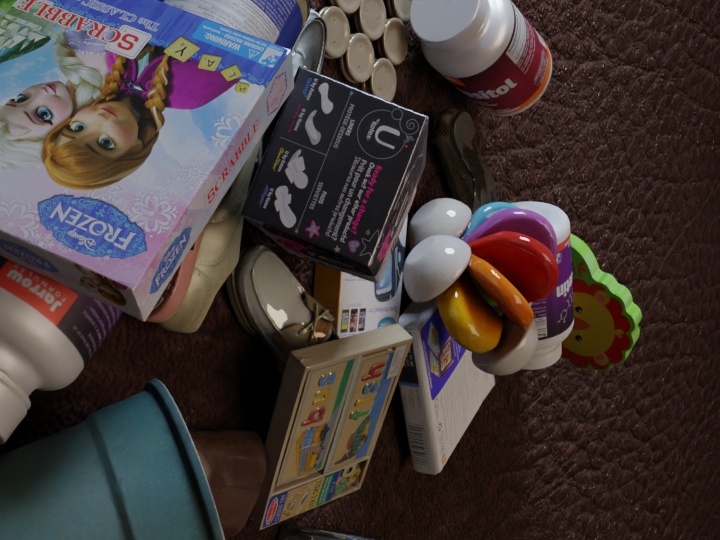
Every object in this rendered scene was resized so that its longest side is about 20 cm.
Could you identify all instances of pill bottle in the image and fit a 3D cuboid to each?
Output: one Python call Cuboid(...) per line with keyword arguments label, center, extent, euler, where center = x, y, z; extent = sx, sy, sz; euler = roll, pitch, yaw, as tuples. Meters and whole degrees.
Cuboid(label="pill bottle", center=(-0.124, -0.157, 0.731), extent=(0.112, 0.111, 0.201), euler=(49, 57, -46))
Cuboid(label="pill bottle", center=(0.214, 0.021, 1.197), extent=(0.112, 0.112, 0.202), euler=(-41, 131, -44))
Cuboid(label="pill bottle", center=(-0.213, 0.008, 0.627), extent=(0.201, 0.111, 0.112), euler=(-62, 139, -29))
Cuboid(label="pill bottle", center=(0.138, -0.262, 1.082), extent=(0.199, 0.112, 0.114), euler=(22, 77, -57))

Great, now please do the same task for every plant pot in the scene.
Cuboid(label="plant pot", center=(-0.196, 0.191, 0.586), extent=(0.194, 0.200, 0.202), euler=(-14, 109, -22))

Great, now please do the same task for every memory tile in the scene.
Cuboid(label="memory tile", center=(0.014, -0.291, 0.990), extent=(0.153, 0.017, 0.202), euler=(31, 69, -53))

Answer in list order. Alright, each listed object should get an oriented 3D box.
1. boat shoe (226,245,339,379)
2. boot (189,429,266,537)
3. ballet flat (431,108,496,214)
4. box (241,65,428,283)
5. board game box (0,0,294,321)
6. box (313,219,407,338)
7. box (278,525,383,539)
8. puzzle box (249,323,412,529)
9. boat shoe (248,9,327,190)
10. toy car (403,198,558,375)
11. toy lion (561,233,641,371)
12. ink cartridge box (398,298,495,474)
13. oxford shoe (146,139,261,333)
Cuboid(label="boat shoe", center=(-0.057, 0.053, 0.895), extent=(0.075, 0.068, 0.201), euler=(-59, 138, -32))
Cuboid(label="boot", center=(-0.159, 0.218, 0.789), extent=(0.200, 0.064, 0.188), euler=(29, 74, -58))
Cuboid(label="ballet flat", center=(0.126, -0.117, 1.162), extent=(0.068, 0.046, 0.201), euler=(-56, 142, -29))
Cuboid(label="box", center=(-0.013, -0.070, 0.812), extent=(0.200, 0.114, 0.133), euler=(52, 59, -84))
Cuboid(label="board game box", center=(-0.174, -0.093, 0.598), extent=(0.041, 0.198, 0.201), euler=(92, 22, -60))
Cuboid(label="box", center=(0.000, 0.000, 0.997), extent=(0.119, 0.041, 0.202), euler=(0, 97, -55))
Cuboid(label="box", center=(-0.031, 0.365, 1.000), extent=(0.200, 0.049, 0.163), euler=(28, 74, -53))
Cuboid(label="puzzle box", center=(-0.031, 0.149, 0.893), extent=(0.132, 0.025, 0.201), euler=(-12, 130, -39))
Cuboid(label="boat shoe", center=(-0.067, -0.156, 0.859), extent=(0.069, 0.056, 0.201), euler=(46, 58, -47))
Cuboid(label="toy car", center=(0.148, -0.003, 1.032), extent=(0.175, 0.150, 0.201), euler=(45, 26, -19))
Cuboid(label="toy lion", center=(0.283, 0.040, 1.274), extent=(0.069, 0.190, 0.202), euler=(-38, 124, -46))
Cuboid(label="ink cartridge box", center=(0.106, 0.110, 1.155), extent=(0.200, 0.043, 0.200), euler=(-43, 130, -51))
Cuboid(label="oxford shoe", center=(-0.129, -0.044, 0.786), extent=(0.074, 0.070, 0.201), euler=(39, 74, -56))
